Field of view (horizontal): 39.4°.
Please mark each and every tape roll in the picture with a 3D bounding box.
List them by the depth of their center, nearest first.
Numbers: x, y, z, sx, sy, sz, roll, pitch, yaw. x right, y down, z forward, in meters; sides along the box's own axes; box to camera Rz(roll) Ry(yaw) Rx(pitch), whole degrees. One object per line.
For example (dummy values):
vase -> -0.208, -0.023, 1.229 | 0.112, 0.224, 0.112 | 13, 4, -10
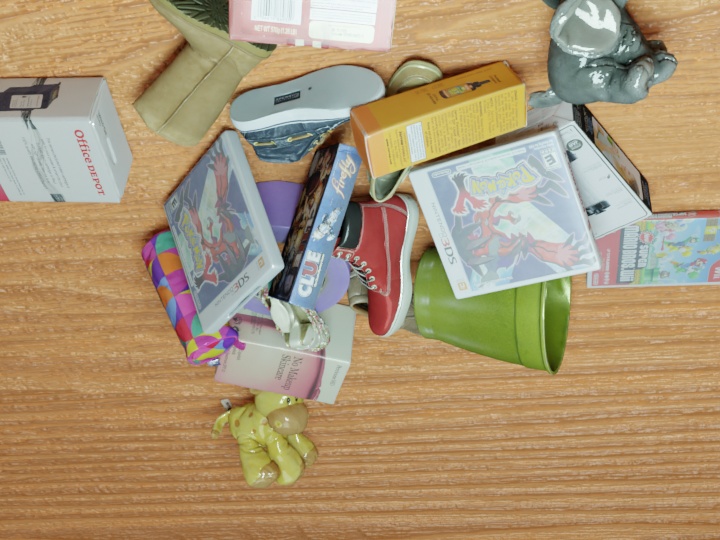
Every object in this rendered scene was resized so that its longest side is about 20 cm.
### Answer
tape roll -> -0.110, -0.027, 1.418 | 0.198, 0.086, 0.201 | 3, 141, 2

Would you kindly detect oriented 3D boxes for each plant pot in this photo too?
plant pot -> 0.180, 0.035, 1.394 | 0.191, 0.202, 0.201 | 3, 142, 21

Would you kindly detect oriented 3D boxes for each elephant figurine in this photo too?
elephant figurine -> 0.247, -0.283, 1.056 | 0.141, 0.155, 0.201 | 27, 152, 51

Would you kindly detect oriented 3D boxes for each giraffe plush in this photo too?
giraffe plush -> -0.144, 0.250, 1.730 | 0.200, 0.172, 0.163 | 43, 126, 9

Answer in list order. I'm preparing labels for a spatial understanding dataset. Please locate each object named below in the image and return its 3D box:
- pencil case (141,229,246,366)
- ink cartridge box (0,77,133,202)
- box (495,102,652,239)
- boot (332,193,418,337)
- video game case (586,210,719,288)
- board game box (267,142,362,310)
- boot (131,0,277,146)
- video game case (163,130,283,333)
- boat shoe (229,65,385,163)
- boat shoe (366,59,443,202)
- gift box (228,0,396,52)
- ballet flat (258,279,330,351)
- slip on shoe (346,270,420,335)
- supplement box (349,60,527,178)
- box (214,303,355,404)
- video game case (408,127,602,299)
pencil case -> -0.241, 0.039, 1.430 | 0.088, 0.201, 0.089 | -25, 160, -10
ink cartridge box -> -0.407, -0.165, 1.283 | 0.198, 0.085, 0.145 | 1, 141, 7
box -> 0.271, -0.124, 1.275 | 0.116, 0.061, 0.200 | -26, 131, 32
boot -> 0.000, 0.000, 1.347 | 0.143, 0.072, 0.202 | -10, 113, -38
video game case -> 0.419, -0.028, 1.407 | 0.198, 0.018, 0.144 | -2, 140, 9
board game box -> -0.057, -0.055, 1.255 | 0.034, 0.202, 0.135 | 19, 176, -16
boot -> -0.216, -0.243, 1.184 | 0.174, 0.067, 0.200 | 29, 136, -26
video game case -> -0.184, -0.048, 1.312 | 0.023, 0.202, 0.182 | -2, 152, -42
boat shoe -> -0.055, -0.189, 1.236 | 0.198, 0.071, 0.091 | -7, 147, 19
boat shoe -> 0.052, -0.170, 1.242 | 0.072, 0.064, 0.201 | 15, 140, -12
gift box -> -0.051, -0.315, 0.977 | 0.182, 0.188, 0.201 | 8, 126, -6
ballet flat -> -0.098, 0.069, 1.417 | 0.075, 0.064, 0.201 | -11, 138, 18
slip on shoe -> 0.061, 0.065, 1.527 | 0.199, 0.061, 0.076 | 33, 133, -29
supplement box -> 0.092, -0.177, 1.168 | 0.198, 0.067, 0.069 | -20, 132, -6
box -> -0.118, 0.116, 1.571 | 0.198, 0.110, 0.128 | 12, 140, -7
video game case -> 0.178, -0.065, 1.245 | 0.198, 0.023, 0.184 | -13, 109, 29
